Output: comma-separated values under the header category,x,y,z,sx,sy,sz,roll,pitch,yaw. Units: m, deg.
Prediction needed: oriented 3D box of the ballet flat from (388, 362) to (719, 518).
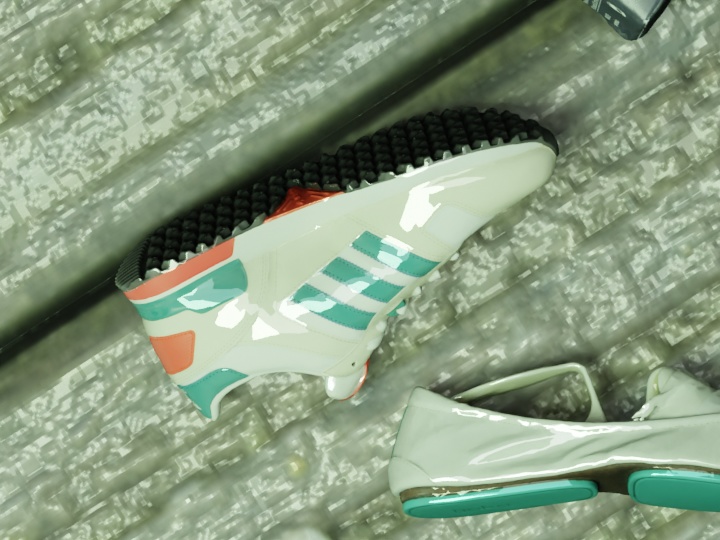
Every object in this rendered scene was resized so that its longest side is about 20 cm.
category,x,y,z,sx,sy,sz,roll,pitch,yaw
ballet flat,0.111,0.071,1.176,0.199,0.069,0.070,-1,93,5

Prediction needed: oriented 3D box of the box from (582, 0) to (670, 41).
category,x,y,z,sx,sy,sz,roll,pitch,yaw
box,0.097,-0.234,1.130,0.198,0.123,0.200,36,94,3

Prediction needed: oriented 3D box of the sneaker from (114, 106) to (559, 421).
category,x,y,z,sx,sy,sz,roll,pitch,yaw
sneaker,0.000,0.000,1.183,0.199,0.070,0.094,-22,109,3
